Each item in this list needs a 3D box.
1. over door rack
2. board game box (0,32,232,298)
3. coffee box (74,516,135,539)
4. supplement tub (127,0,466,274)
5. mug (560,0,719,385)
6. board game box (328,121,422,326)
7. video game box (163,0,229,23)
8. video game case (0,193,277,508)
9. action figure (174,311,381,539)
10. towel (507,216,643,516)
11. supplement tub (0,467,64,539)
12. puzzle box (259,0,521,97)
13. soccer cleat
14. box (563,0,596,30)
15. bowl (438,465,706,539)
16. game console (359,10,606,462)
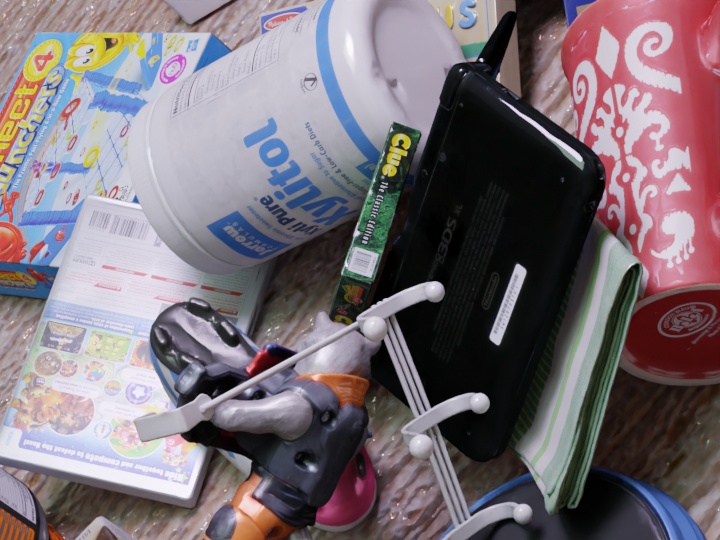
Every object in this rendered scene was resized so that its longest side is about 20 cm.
[{"bbox_3d":[-0.003,0.107,1.341,0.199,0.149,0.066,-26,7,-35],"label":"over door rack"},{"bbox_3d":[-0.197,-0.077,1.848,0.195,0.056,0.201,4,63,43],"label":"board game box"},{"bbox_3d":[-0.137,0.258,1.522,0.113,0.080,0.200,-45,41,3],"label":"coffee box"},{"bbox_3d":[-0.036,-0.090,1.616,0.199,0.132,0.133,-26,45,33],"label":"supplement tub"},{"bbox_3d":[0.182,-0.059,1.422,0.132,0.178,0.201,-4,57,5],"label":"mug"},{"bbox_3d":[0.000,0.000,1.540,0.023,0.200,0.105,20,66,1],"label":"board game box"},{"bbox_3d":[-0.067,-0.304,1.915,0.199,0.047,0.183,-27,43,24],"label":"video game box"},{"bbox_3d":[-0.148,0.050,1.688,0.142,0.018,0.201,11,64,13],"label":"video game case"},{"bbox_3d":[-0.028,0.122,1.434,0.104,0.199,0.195,18,95,32],"label":"action figure"},{"bbox_3d":[0.101,0.032,1.436,0.200,0.023,0.154,-124,46,-66],"label":"towel"},{"bbox_3d":[-0.286,0.164,1.632,0.122,0.200,0.123,-22,46,26],"label":"supplement tub"},{"bbox_3d":[0.018,-0.122,1.675,0.199,0.025,0.134,-10,80,37],"label":"puzzle box"},{"bbox_3d":[-0.058,0.098,1.593,0.070,0.087,0.200,-36,61,-18],"label":"soccer cleat"},{"bbox_3d":[0.172,-0.248,1.594,0.120,0.032,0.202,-11,86,36],"label":"box"},{"bbox_3d":[0.103,0.198,1.389,0.200,0.039,0.202,-23,47,27],"label":"bowl"},{"bbox_3d":[0.080,-0.022,1.464,0.176,0.116,0.201,38,123,34],"label":"game console"}]
